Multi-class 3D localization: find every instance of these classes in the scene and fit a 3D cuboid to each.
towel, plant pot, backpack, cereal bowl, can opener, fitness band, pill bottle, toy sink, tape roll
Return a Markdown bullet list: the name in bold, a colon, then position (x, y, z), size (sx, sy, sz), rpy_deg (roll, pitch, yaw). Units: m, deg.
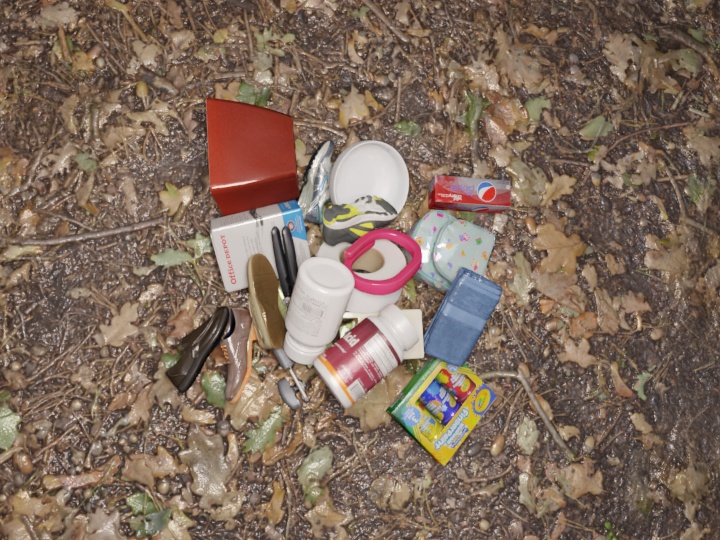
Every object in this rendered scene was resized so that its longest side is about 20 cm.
- **towel**: position (0.221, 0.104, 1.138), size (0.110, 0.049, 0.203), rpy_deg (24, 101, -7)
- **plant pot**: position (-0.224, -0.236, 1.127), size (0.172, 0.200, 0.205), rpy_deg (-4, 79, -5)
- **backpack**: position (0.200, -0.042, 1.211), size (0.196, 0.153, 0.179), rpy_deg (22, 84, -2)
- **cereal bowl**: position (0.011, -0.202, 1.218), size (0.196, 0.083, 0.205), rpy_deg (-9, 110, -25)
- **can opener**: position (-0.178, 0.209, 1.153), size (0.066, 0.053, 0.202), rpy_deg (-30, 86, -12)
- **fitness band**: position (0.047, -0.020, 1.101), size (0.142, 0.038, 0.200), rpy_deg (29, 44, 20)
- **pill bottle**: position (-0.091, 0.085, 1.043), size (0.112, 0.115, 0.203), rpy_deg (14, 123, -10)
- **toy sink**: position (0.029, 0.150, 1.160), size (0.195, 0.130, 0.115), rpy_deg (-1, 81, -11)
- **pill bottle**: position (0.013, 0.164, 1.032), size (0.199, 0.114, 0.115), rpy_deg (-38, 89, -13)
- **can opener**: position (-0.153, 0.002, 1.114), size (0.062, 0.079, 0.204), rpy_deg (-8, 113, 18)
- **tape roll**: position (0.000, 0.000, 1.151), size (0.197, 0.072, 0.205), rpy_deg (4, 38, -3)

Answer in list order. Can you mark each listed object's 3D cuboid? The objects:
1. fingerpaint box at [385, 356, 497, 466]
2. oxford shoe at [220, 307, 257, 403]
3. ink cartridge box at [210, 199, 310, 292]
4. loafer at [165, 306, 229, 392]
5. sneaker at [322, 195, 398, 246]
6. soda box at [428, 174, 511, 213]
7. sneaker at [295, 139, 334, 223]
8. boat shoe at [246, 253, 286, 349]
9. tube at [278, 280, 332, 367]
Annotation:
- **fingerpaint box**: position (0.185, 0.304, 1.191), size (0.167, 0.073, 0.200), rpy_deg (44, 77, 0)
- **oxford shoe**: position (-0.273, 0.180, 1.123), size (0.072, 0.071, 0.205), rpy_deg (19, 69, -33)
- **ink cartridge box**: position (-0.217, -0.056, 1.143), size (0.195, 0.084, 0.149), rpy_deg (-14, 116, -12)
- **loafer**: position (-0.352, 0.158, 1.120), size (0.070, 0.073, 0.203), rpy_deg (30, 77, -3)
- **sneaker**: position (-0.006, -0.109, 1.162), size (0.196, 0.086, 0.075), rpy_deg (-12, 50, -32)
- **soda box**: position (0.268, -0.186, 1.288), size (0.195, 0.063, 0.072), rpy_deg (3, 80, -9)
- **sneaker**: position (-0.093, -0.206, 1.232), size (0.085, 0.077, 0.204), rpy_deg (21, 85, -18)
- **boat shoe**: position (-0.212, 0.068, 1.100), size (0.071, 0.064, 0.205), rpy_deg (-13, 93, -51)
- **tube**: position (-0.141, 0.115, 1.180), size (0.058, 0.052, 0.202), rpy_deg (-33, 92, 22)
